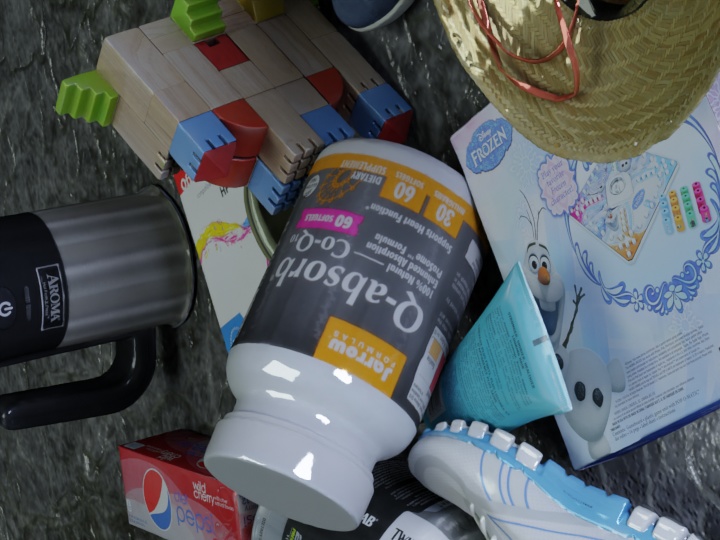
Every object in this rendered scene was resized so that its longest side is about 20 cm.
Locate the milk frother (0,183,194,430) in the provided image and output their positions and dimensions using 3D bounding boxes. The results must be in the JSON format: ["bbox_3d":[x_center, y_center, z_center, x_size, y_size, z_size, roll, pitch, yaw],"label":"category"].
[{"bbox_3d":[-0.264,0.012,1.399,0.200,0.187,0.182,42,132,44],"label":"milk frother"}]

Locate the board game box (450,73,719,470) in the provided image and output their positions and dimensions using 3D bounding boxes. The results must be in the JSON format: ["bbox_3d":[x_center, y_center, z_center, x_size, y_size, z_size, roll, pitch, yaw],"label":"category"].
[{"bbox_3d":[0.141,-0.022,0.882,0.200,0.043,0.200,-38,68,56],"label":"board game box"}]

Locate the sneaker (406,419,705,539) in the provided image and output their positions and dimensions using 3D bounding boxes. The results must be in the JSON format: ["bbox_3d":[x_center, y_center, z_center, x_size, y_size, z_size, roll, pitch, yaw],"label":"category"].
[{"bbox_3d":[0.093,0.148,0.920,0.199,0.087,0.075,24,159,37],"label":"sneaker"}]

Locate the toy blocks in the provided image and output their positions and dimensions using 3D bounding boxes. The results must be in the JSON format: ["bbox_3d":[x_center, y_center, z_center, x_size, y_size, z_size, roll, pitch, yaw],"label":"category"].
[{"bbox_3d":[-0.063,-0.098,1.060,0.137,0.199,0.100,48,138,21],"label":"toy blocks"}]

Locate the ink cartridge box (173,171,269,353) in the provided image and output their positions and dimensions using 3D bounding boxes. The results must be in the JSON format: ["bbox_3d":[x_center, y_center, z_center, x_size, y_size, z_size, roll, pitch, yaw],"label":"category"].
[{"bbox_3d":[-0.064,-0.040,1.179,0.116,0.067,0.202,-36,69,56],"label":"ink cartridge box"}]

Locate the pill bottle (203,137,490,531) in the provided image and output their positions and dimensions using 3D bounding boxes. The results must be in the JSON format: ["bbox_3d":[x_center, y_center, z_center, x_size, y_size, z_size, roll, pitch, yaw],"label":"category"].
[{"bbox_3d":[-0.007,0.036,0.982,0.116,0.116,0.201,-15,47,58],"label":"pill bottle"}]

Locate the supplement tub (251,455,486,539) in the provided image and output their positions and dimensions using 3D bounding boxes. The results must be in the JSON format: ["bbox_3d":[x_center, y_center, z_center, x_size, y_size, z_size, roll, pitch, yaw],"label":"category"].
[{"bbox_3d":[0.030,0.183,1.053,0.199,0.122,0.124,17,115,55],"label":"supplement tub"}]

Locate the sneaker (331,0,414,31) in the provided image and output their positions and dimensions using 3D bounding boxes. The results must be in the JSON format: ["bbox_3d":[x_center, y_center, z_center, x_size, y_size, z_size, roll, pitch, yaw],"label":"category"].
[{"bbox_3d":[0.005,-0.216,0.994,0.075,0.084,0.201,58,143,28],"label":"sneaker"}]

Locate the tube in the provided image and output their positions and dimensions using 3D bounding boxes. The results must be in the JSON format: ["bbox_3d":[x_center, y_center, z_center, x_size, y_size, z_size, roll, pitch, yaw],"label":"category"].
[{"bbox_3d":[0.074,0.057,0.946,0.200,0.050,0.078,119,128,-73],"label":"tube"}]

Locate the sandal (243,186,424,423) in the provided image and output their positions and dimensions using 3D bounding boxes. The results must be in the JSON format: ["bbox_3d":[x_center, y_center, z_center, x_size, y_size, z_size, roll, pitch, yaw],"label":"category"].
[{"bbox_3d":[0.001,0.000,1.084,0.202,0.079,0.057,55,148,17],"label":"sandal"}]

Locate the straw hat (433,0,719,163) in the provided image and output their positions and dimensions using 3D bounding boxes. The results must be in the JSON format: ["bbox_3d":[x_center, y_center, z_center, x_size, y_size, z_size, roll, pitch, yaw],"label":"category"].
[{"bbox_3d":[0.105,-0.147,0.671,0.201,0.085,0.202,40,141,42],"label":"straw hat"}]

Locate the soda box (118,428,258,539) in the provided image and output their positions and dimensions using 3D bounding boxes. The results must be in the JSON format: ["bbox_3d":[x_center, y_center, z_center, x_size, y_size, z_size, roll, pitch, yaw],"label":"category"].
[{"bbox_3d":[-0.114,0.174,1.334,0.199,0.063,0.071,6,105,58],"label":"soda box"}]
